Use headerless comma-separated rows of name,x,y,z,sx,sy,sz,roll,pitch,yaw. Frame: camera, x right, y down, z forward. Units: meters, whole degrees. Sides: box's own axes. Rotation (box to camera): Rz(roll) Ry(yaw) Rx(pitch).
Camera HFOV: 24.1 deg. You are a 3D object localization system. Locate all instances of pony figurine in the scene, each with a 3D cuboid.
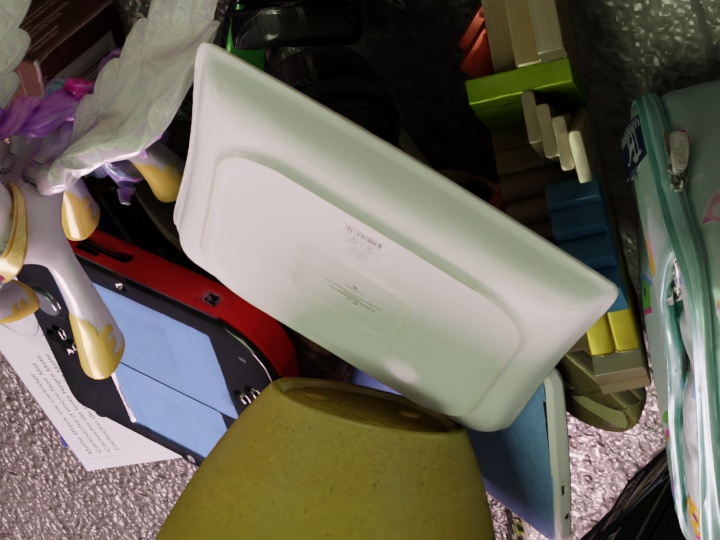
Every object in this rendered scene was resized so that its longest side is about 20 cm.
pony figurine,-0.148,-0.059,0.805,0.165,0.195,0.200,16,166,19

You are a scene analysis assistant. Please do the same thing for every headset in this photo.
headset,-0.036,-0.097,0.777,0.200,0.093,0.125,-45,55,58

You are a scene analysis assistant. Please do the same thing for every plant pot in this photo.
plant pot,-0.011,0.136,0.842,0.199,0.200,0.143,16,98,26

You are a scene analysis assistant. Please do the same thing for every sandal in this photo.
sandal,0.073,-0.005,0.831,0.200,0.054,0.080,45,164,2

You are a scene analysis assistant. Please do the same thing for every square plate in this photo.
square plate,0.000,0.000,0.761,0.199,0.029,0.198,31,157,3

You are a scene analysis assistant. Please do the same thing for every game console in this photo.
game console,-0.110,0.056,0.959,0.199,0.031,0.178,23,143,29

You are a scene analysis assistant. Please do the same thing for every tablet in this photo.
tablet,0.037,0.052,0.897,0.200,0.014,0.131,35,147,38

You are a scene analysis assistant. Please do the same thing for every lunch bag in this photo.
lunch bag,0.159,0.026,0.707,0.076,0.161,0.201,-8,129,9

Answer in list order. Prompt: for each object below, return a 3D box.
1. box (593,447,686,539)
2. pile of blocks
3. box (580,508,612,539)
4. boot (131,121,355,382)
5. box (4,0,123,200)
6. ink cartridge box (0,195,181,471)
box,0.199,0.204,0.839,0.200,0.164,0.086,40,140,2
pile of blocks,0.076,-0.035,0.738,0.062,0.082,0.202,-12,101,14
box,0.159,0.246,0.998,0.160,0.044,0.200,38,139,3
boot,-0.072,0.031,0.980,0.186,0.064,0.201,45,154,21
box,-0.226,-0.110,0.960,0.199,0.075,0.101,14,133,30
ink cartridge box,-0.195,0.042,1.093,0.199,0.041,0.200,-13,117,44
